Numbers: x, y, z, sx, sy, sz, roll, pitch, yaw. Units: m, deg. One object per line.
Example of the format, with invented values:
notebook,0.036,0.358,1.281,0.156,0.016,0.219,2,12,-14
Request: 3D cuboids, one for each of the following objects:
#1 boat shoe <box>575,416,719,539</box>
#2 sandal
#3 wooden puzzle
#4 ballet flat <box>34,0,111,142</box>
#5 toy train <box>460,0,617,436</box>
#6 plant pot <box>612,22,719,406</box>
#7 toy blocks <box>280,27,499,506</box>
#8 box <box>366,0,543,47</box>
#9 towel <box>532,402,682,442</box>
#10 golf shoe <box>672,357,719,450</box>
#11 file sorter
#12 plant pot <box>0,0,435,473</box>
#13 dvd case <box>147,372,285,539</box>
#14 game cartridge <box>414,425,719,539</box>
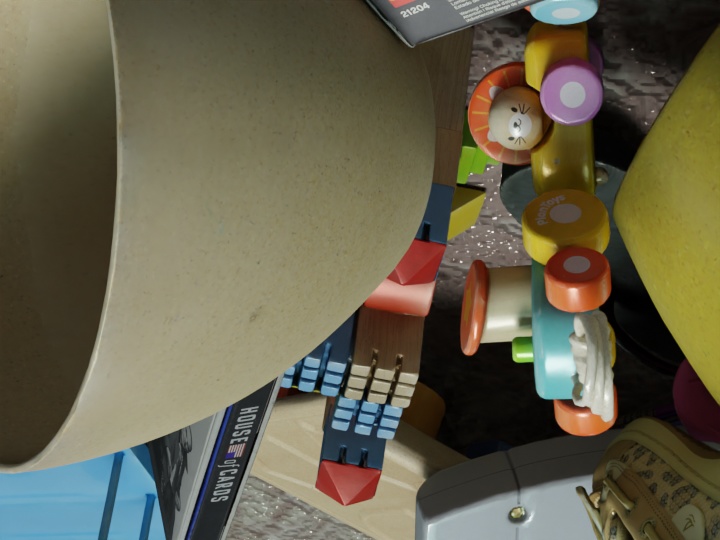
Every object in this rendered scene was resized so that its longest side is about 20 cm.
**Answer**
boat shoe,0.116,0.101,0.763,0.073,0.063,0.200,47,172,-4
sandal,0.123,0.010,0.876,0.075,0.048,0.200,-18,142,36
wooden puzzle,0.023,0.095,1.001,0.185,0.047,0.200,31,162,-25
ballet flat,-0.107,-0.051,0.768,0.067,0.046,0.201,14,123,31
toy train,0.056,-0.044,0.710,0.055,0.202,0.150,-2,169,8
plant pot,0.172,-0.022,0.722,0.142,0.200,0.200,34,148,12
toy blocks,0.000,0.000,0.813,0.099,0.137,0.200,11,146,-3
box,0.092,-0.144,0.603,0.199,0.111,0.035,-15,140,32
towel,0.171,0.130,0.987,0.199,0.023,0.144,-21,98,46
golf shoe,0.223,0.053,0.874,0.198,0.076,0.092,-5,160,-9
file sorter,-0.162,0.188,1.144,0.138,0.123,0.200,-4,144,17
plant pot,-0.055,-0.043,0.660,0.134,0.201,0.200,-3,154,-30
dvd case,-0.067,0.009,0.834,0.025,0.151,0.200,-5,150,-17
game cartridge,0.121,0.131,0.909,0.198,0.042,0.134,-3,116,-7
